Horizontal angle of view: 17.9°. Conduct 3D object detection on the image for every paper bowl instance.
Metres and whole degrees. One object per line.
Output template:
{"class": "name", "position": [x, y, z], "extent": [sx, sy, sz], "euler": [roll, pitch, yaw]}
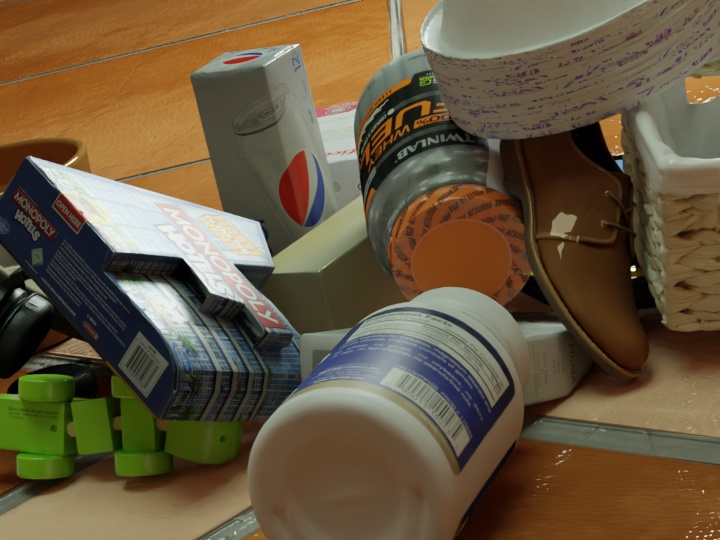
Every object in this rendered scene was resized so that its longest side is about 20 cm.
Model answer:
{"class": "paper bowl", "position": [0.136, -0.178, 1.500], "extent": [0.200, 0.105, 0.201], "euler": [-20, 23, 9]}

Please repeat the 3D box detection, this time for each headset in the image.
{"class": "headset", "position": [-0.225, 0.062, 1.598], "extent": [0.200, 0.124, 0.094], "euler": [-29, 8, 25]}

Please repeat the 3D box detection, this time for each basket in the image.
{"class": "basket", "position": [0.242, -0.058, 1.472], "extent": [0.135, 0.124, 0.200], "euler": [-4, 27, 0]}

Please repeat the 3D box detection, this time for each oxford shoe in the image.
{"class": "oxford shoe", "position": [0.149, -0.024, 1.461], "extent": [0.071, 0.200, 0.071], "euler": [-34, -32, 30]}

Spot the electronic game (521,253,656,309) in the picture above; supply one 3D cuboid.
{"class": "electronic game", "position": [0.198, -0.015, 1.598], "extent": [0.199, 0.042, 0.200], "euler": [-10, 14, 3]}

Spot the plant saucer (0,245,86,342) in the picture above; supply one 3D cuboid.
{"class": "plant saucer", "position": [-0.189, 0.021, 1.695], "extent": [0.200, 0.030, 0.200], "euler": [18, 11, -4]}

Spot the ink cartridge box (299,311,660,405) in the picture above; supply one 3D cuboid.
{"class": "ink cartridge box", "position": [0.083, 0.056, 1.507], "extent": [0.161, 0.050, 0.200], "euler": [1, 3, 39]}

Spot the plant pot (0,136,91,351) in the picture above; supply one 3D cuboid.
{"class": "plant pot", "position": [-0.300, -0.010, 1.843], "extent": [0.200, 0.140, 0.200], "euler": [-13, 16, 4]}

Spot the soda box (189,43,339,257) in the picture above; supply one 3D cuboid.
{"class": "soda box", "position": [-0.064, -0.065, 1.720], "extent": [0.068, 0.200, 0.063], "euler": [-4, 19, 27]}

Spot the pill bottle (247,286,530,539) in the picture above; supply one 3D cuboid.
{"class": "pill bottle", "position": [0.026, 0.086, 1.293], "extent": [0.119, 0.120, 0.200], "euler": [-7, 17, 24]}

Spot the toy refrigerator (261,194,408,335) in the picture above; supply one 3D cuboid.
{"class": "toy refrigerator", "position": [0.000, 0.000, 1.676], "extent": [0.070, 0.076, 0.200], "euler": [-3, 20, 33]}

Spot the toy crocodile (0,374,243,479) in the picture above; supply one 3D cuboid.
{"class": "toy crocodile", "position": [-0.171, 0.101, 1.504], "extent": [0.200, 0.068, 0.062], "euler": [-3, 1, 28]}

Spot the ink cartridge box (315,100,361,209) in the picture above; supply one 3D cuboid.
{"class": "ink cartridge box", "position": [0.001, -0.082, 1.926], "extent": [0.145, 0.084, 0.200], "euler": [-7, 18, 24]}

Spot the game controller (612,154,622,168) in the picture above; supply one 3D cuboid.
{"class": "game controller", "position": [0.190, -0.066, 1.680], "extent": [0.200, 0.042, 0.104], "euler": [-5, 7, 39]}

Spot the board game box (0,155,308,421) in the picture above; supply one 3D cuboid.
{"class": "board game box", "position": [-0.111, 0.015, 1.508], "extent": [0.200, 0.062, 0.200], "euler": [45, 23, 29]}

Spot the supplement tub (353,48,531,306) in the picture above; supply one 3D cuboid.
{"class": "supplement tub", "position": [0.061, -0.060, 1.583], "extent": [0.122, 0.123, 0.200], "euler": [-13, 32, 3]}
